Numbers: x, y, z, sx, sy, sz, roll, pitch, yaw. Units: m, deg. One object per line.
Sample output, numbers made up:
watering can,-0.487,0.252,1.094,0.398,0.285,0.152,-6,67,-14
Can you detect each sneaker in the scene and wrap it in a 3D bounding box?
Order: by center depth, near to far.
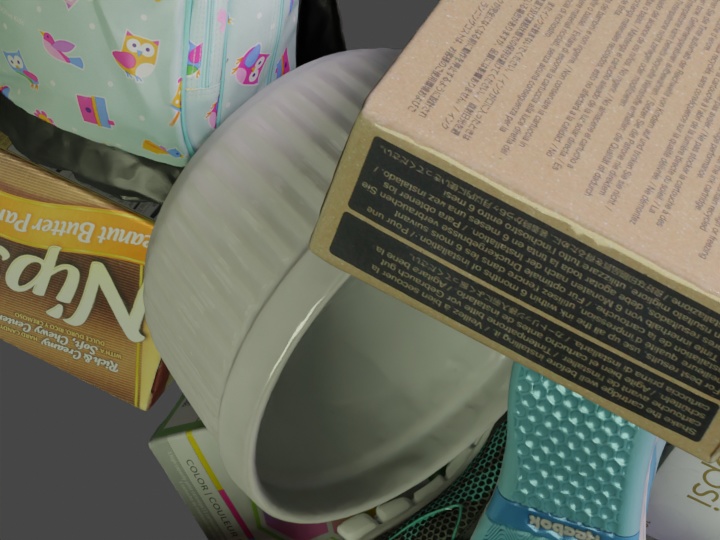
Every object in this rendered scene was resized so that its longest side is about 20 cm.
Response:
sneaker,0.105,0.073,0.903,0.079,0.131,0.201,22,127,13
sneaker,0.068,0.118,0.979,0.200,0.091,0.078,-43,113,1

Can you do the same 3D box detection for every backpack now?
backpack,-0.089,-0.131,0.894,0.166,0.127,0.201,20,127,15

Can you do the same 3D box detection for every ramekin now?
ramekin,0.000,0.000,0.904,0.105,0.200,0.201,44,138,29

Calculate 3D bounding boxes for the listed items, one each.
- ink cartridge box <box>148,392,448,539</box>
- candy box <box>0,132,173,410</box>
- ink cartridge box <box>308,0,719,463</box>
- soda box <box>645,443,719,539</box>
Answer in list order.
ink cartridge box,0.003,0.092,1.058,0.199,0.059,0.104,-15,117,33
candy box,-0.171,-0.026,1.055,0.199,0.055,0.116,25,130,6
ink cartridge box,0.096,-0.047,0.774,0.164,0.200,0.075,29,132,5
soda box,0.184,0.052,0.917,0.068,0.064,0.200,25,142,1
